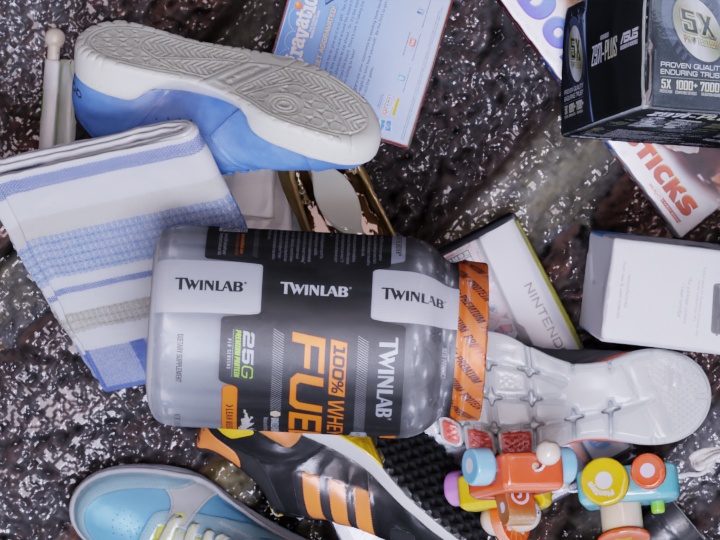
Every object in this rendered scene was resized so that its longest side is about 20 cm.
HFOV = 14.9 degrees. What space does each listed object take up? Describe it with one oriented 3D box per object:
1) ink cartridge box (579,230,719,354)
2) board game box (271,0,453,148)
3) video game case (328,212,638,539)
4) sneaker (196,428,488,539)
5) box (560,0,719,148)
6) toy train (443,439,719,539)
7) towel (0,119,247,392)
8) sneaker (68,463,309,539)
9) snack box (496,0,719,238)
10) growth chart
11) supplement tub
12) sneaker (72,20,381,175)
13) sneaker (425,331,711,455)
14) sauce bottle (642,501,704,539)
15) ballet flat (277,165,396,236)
[{"bbox_3d":[0.247,0.019,1.746,0.200,0.116,0.067,7,93,-3],"label":"ink cartridge box"},{"bbox_3d":[0.010,-0.188,1.761,0.103,0.019,0.200,17,90,-6],"label":"board game box"},{"bbox_3d":[0.052,0.087,1.789,0.200,0.026,0.181,-27,95,0],"label":"video game case"},{"bbox_3d":[-0.012,0.134,1.755,0.200,0.070,0.090,36,121,-11],"label":"sneaker"},{"bbox_3d":[0.241,-0.125,1.690,0.200,0.164,0.086,4,86,-12],"label":"box"},{"bbox_3d":[0.135,0.141,1.694,0.200,0.150,0.056,2,78,-29],"label":"toy train"},{"bbox_3d":[-0.135,-0.008,1.708,0.147,0.024,0.200,-12,132,15],"label":"towel"},{"bbox_3d":[-0.092,0.185,1.738,0.200,0.131,0.080,21,95,-3],"label":"sneaker"},{"bbox_3d":[0.173,-0.121,1.776,0.072,0.024,0.200,-38,95,-1],"label":"snack box"},{"bbox_3d":[-0.116,-0.068,1.774,0.200,0.018,0.145,10,95,-3],"label":"growth chart"},{"bbox_3d":[-0.025,0.037,1.646,0.200,0.123,0.123,3,95,0],"label":"supplement tub"},{"bbox_3d":[-0.086,-0.076,1.706,0.200,0.077,0.111,15,127,10],"label":"sneaker"},{"bbox_3d":[0.117,0.081,1.735,0.200,0.082,0.077,6,88,-1],"label":"sneaker"},{"bbox_3d":[0.135,0.223,1.783,0.200,0.065,0.065,-39,95,2],"label":"sauce bottle"},{"bbox_3d":[0.000,0.000,1.737,0.069,0.063,0.200,-28,90,-5],"label":"ballet flat"}]
